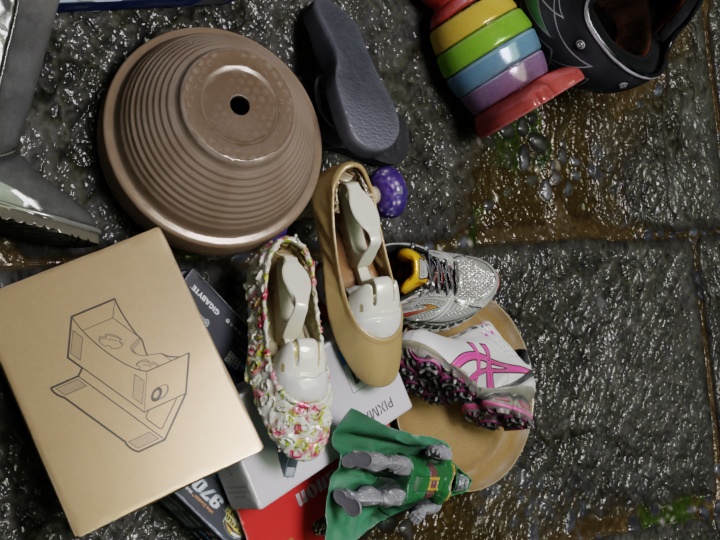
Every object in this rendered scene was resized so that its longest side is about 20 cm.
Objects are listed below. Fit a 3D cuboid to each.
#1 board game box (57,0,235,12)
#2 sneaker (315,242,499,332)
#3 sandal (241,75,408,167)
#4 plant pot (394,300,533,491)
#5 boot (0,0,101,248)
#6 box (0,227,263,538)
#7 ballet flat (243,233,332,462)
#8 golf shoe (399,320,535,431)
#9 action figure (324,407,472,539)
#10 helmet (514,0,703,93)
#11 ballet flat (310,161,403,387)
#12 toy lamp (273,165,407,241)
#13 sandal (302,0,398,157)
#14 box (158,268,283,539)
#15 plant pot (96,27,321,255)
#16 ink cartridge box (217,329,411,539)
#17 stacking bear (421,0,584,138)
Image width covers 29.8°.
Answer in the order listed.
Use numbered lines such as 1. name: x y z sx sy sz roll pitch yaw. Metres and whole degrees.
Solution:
1. board game box: -0.202 -0.327 1.159 0.199 0.043 0.202 -12 93 -41
2. sneaker: 0.052 0.015 1.281 0.198 0.082 0.079 -3 75 -31
3. sandal: -0.027 -0.144 1.284 0.198 0.043 0.077 2 83 -40
4. plant pot: 0.099 0.121 1.366 0.198 0.027 0.203 6 81 -40
5. boot: -0.267 -0.131 1.060 0.181 0.072 0.203 21 70 -37
6. box: -0.189 0.084 1.062 0.162 0.021 0.202 -23 81 -21
7. ballet flat: -0.059 0.056 1.116 0.075 0.064 0.202 3 55 -26
8. golf shoe: 0.099 0.089 1.311 0.199 0.072 0.093 30 59 -44
9. action figure: 0.043 0.187 1.210 0.199 0.054 0.120 11 94 -57
10. helmet: 0.259 -0.293 1.450 0.198 0.200 0.192 14 116 -38
11. ballet flat: 0.000 0.000 1.178 0.068 0.063 0.202 -9 76 -32
12. toy lamp: -0.043 -0.061 1.250 0.199 0.058 0.059 -15 94 -41
13. sandal: -0.014 -0.170 1.249 0.076 0.043 0.201 25 34 -34
14. box: -0.132 0.124 1.155 0.200 0.046 0.160 48 56 -25
15. plant pot: -0.115 -0.121 1.137 0.199 0.093 0.203 7 73 -23
16. ink cartridge box: -0.032 0.159 1.179 0.199 0.044 0.178 -29 101 -41
17. stacking bear: 0.121 -0.249 1.383 0.121 0.113 0.201 -33 94 -51
